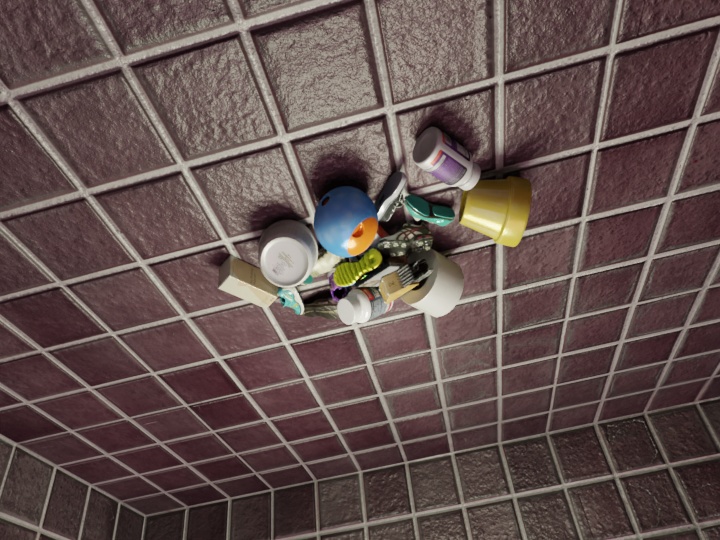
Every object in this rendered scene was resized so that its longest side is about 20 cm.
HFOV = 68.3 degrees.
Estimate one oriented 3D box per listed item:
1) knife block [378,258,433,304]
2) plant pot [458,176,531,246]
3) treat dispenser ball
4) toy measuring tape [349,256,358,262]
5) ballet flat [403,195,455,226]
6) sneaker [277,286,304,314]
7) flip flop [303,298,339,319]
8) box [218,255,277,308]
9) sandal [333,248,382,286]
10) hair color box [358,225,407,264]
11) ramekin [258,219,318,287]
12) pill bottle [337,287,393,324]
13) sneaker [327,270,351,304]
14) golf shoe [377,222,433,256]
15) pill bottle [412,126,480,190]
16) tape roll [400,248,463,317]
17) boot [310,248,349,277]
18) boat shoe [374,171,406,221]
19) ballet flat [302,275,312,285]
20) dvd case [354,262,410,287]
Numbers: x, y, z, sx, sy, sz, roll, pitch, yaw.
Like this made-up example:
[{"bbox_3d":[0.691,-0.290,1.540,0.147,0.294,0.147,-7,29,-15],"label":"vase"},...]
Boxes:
[{"bbox_3d":[0.153,0.032,1.782,0.170,0.066,0.201,-23,166,-9],"label":"knife block"},{"bbox_3d":[0.402,-0.191,1.622,0.181,0.206,0.205,10,140,3],"label":"plant pot"},{"bbox_3d":[-0.043,-0.144,1.574,0.192,0.206,0.205,-5,140,-4],"label":"treat dispenser ball"},{"bbox_3d":[-0.005,-0.024,1.826,0.071,0.075,0.202,-20,134,14],"label":"toy measuring tape"},{"bbox_3d":[0.208,-0.180,1.682,0.193,0.070,0.070,12,146,-25],"label":"ballet flat"},{"bbox_3d":[-0.248,0.100,1.895,0.077,0.080,0.202,-18,151,-3],"label":"sneaker"},{"bbox_3d":[-0.145,0.137,1.980,0.193,0.059,0.082,-2,139,31],"label":"flip flop"},{"bbox_3d":[-0.382,0.041,1.811,0.196,0.098,0.077,27,129,-36],"label":"box"},{"bbox_3d":[0.000,0.000,1.749,0.194,0.083,0.086,-22,164,23],"label":"sandal"},{"bbox_3d":[0.062,-0.069,1.788,0.109,0.066,0.199,-30,136,23],"label":"hair color box"},{"bbox_3d":[-0.230,-0.045,1.667,0.191,0.106,0.208,0,113,-1],"label":"ramekin"},{"bbox_3d":[0.016,0.116,1.882,0.196,0.121,0.121,-20,155,-44],"label":"pill bottle"},{"bbox_3d":[-0.073,0.084,1.920,0.077,0.091,0.203,-12,141,3],"label":"sneaker"},{"bbox_3d":[0.139,-0.102,1.725,0.192,0.091,0.078,-7,147,-18],"label":"golf shoe"},{"bbox_3d":[0.249,-0.309,1.507,0.196,0.114,0.111,25,131,-33],"label":"pill bottle"},{"bbox_3d":[0.242,0.040,1.837,0.136,0.208,0.202,23,131,-33],"label":"tape roll"},{"bbox_3d":[-0.123,-0.058,1.760,0.149,0.074,0.203,-13,141,5],"label":"boot"},{"bbox_3d":[0.101,-0.218,1.614,0.066,0.076,0.201,11,137,-21],"label":"boat shoe"},{"bbox_3d":[-0.246,-0.012,1.807,0.063,0.078,0.198,-4,148,48],"label":"ballet flat"},{"bbox_3d":[0.080,0.017,1.772,0.140,0.018,0.198,-33,165,23],"label":"dvd case"}]
